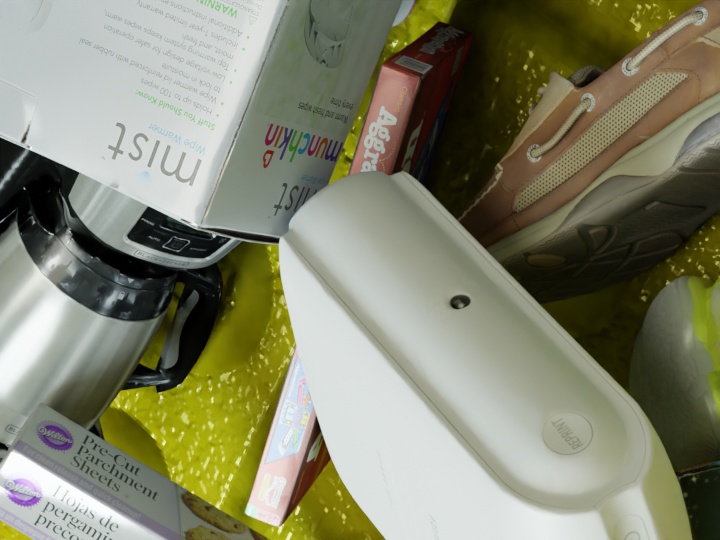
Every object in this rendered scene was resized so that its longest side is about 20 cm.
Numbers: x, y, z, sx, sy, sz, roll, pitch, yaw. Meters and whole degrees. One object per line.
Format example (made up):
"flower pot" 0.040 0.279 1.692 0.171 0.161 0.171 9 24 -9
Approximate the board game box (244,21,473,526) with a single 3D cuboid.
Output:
"board game box" 0.000 0.000 0.936 0.019 0.103 0.201 21 110 9

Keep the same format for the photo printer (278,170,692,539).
"photo printer" 0.052 0.078 0.827 0.200 0.069 0.167 48 160 40

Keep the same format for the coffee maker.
"coffee maker" -0.135 -0.042 1.015 0.192 0.134 0.200 53 122 21

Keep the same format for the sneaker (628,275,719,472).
"sneaker" 0.172 0.027 0.821 0.200 0.104 0.076 120 149 -64

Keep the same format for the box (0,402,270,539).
"box" -0.070 0.131 0.981 0.199 0.041 0.039 32 120 -5

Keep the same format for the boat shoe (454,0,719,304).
"boat shoe" 0.097 -0.044 0.879 0.200 0.075 0.072 -30 63 37

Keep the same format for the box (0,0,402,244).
"box" -0.089 -0.128 0.852 0.199 0.097 0.177 24 97 24

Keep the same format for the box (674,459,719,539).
"box" 0.200 0.153 0.792 0.136 0.038 0.201 -14 86 1

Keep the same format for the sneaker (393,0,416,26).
"sneaker" -0.076 -0.146 0.937 0.199 0.088 0.082 30 141 7
